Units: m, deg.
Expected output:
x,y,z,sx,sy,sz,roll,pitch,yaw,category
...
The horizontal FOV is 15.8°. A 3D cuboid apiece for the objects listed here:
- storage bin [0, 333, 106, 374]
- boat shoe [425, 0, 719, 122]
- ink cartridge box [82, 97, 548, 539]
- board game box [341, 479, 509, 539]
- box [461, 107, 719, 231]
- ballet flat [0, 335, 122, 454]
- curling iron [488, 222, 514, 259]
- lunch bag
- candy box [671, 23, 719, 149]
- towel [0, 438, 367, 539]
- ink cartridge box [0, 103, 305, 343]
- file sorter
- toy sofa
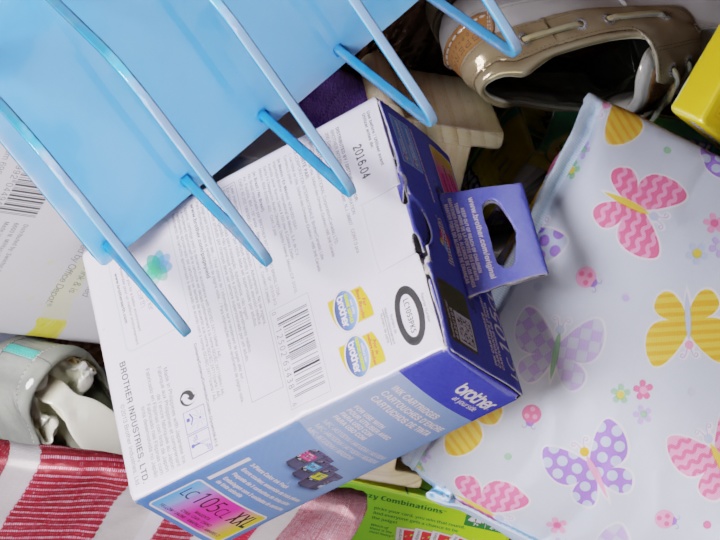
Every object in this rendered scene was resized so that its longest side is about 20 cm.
x,y,z,sx,sy,sz,roll,pitch,yaw,category
-0.235,0.082,1.324,0.134,0.147,0.199,-3,161,44,storage bin
0.130,-0.105,1.283,0.199,0.069,0.075,0,140,-22,boat shoe
-0.016,0.018,1.166,0.199,0.137,0.076,-28,148,21,ink cartridge box
-0.021,0.126,1.373,0.199,0.048,0.102,12,130,1,board game box
0.101,-0.025,1.393,0.117,0.049,0.200,7,139,-29,box
-0.119,0.114,1.300,0.063,0.067,0.200,2,135,48,ballet flat
0.033,0.008,1.350,0.199,0.050,0.026,-24,167,10,curling iron
0.131,0.047,1.223,0.201,0.169,0.127,-63,173,-7,lunch bag
0.229,-0.139,1.236,0.102,0.026,0.201,31,89,-49,candy box
-0.111,0.146,1.274,0.199,0.023,0.144,11,129,-29,towel
-0.141,-0.042,1.237,0.199,0.084,0.145,9,136,-31,ink cartridge box
-0.054,-0.092,1.102,0.200,0.123,0.139,-40,125,-5,file sorter
0.000,0.000,1.279,0.097,0.083,0.201,9,112,-9,toy sofa
